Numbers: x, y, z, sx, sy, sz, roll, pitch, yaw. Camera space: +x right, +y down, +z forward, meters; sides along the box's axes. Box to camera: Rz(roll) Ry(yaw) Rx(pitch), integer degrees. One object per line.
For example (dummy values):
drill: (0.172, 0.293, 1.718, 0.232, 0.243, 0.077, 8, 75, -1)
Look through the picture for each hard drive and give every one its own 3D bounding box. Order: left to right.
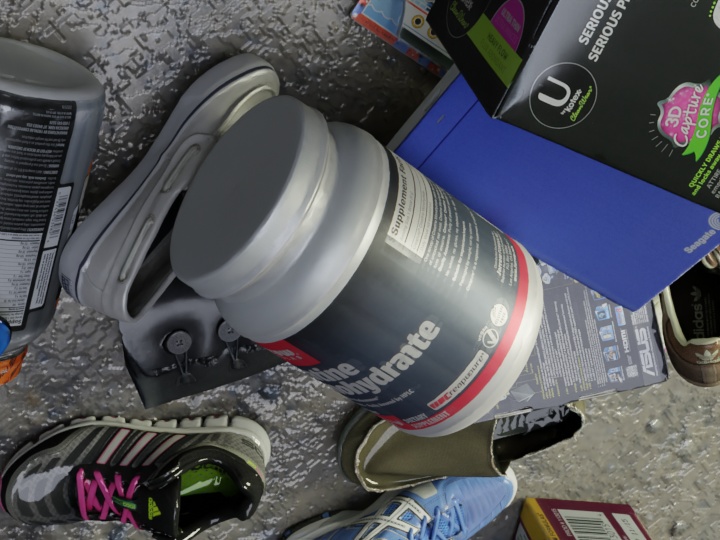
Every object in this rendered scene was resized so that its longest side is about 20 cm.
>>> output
hard drive: (0.128, -0.057, 0.880, 0.199, 0.026, 0.132, 28, 139, -13)

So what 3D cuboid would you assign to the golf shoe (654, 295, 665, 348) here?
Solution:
golf shoe: (0.183, 0.042, 1.056, 0.198, 0.075, 0.092, -24, 123, 0)

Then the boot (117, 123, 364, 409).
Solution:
boot: (-0.076, -0.002, 0.978, 0.198, 0.066, 0.166, -12, 114, -4)

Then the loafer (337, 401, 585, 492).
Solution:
loafer: (0.079, 0.117, 1.062, 0.198, 0.070, 0.076, -19, 117, -5)

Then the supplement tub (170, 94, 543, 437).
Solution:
supplement tub: (0.000, 0.000, 0.857, 0.199, 0.141, 0.141, 33, 102, -29)

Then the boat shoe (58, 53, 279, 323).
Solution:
boat shoe: (-0.106, -0.052, 0.901, 0.200, 0.065, 0.072, -50, 149, -22)

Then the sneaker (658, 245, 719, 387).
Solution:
sneaker: (0.231, -0.024, 0.977, 0.070, 0.076, 0.202, -10, 72, 10)

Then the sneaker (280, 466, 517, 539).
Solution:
sneaker: (0.034, 0.208, 1.087, 0.199, 0.077, 0.076, -28, 116, -3)

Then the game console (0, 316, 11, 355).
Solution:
game console: (-0.338, 0.048, 0.845, 0.171, 0.118, 0.200, 47, 112, 14)

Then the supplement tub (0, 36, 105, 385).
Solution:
supplement tub: (-0.237, -0.036, 0.884, 0.121, 0.123, 0.202, 12, 111, -19)

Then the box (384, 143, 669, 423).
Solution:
box: (0.113, -0.006, 0.978, 0.160, 0.049, 0.202, -13, 94, 0)

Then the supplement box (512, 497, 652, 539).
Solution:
supplement box: (0.170, 0.302, 1.133, 0.102, 0.131, 0.202, 7, 112, -17)

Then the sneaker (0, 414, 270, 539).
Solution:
sneaker: (-0.156, 0.153, 1.007, 0.198, 0.088, 0.074, -4, 115, -12)

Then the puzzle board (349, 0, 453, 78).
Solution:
puzzle board: (0.113, -0.183, 0.967, 0.199, 0.017, 0.151, 30, 103, -23)

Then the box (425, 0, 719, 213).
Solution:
box: (0.157, -0.121, 0.725, 0.199, 0.149, 0.125, 20, 111, -22)
